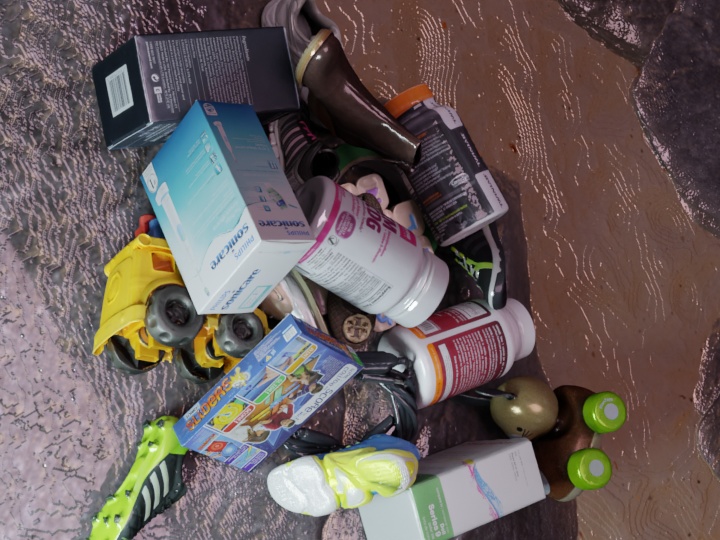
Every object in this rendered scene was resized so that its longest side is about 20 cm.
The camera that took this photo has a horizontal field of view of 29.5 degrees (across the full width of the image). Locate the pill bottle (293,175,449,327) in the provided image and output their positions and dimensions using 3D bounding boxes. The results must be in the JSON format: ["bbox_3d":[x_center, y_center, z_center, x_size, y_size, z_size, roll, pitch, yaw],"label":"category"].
[{"bbox_3d":[0.002,-0.018,1.641,0.200,0.113,0.114,32,68,-26],"label":"pill bottle"}]

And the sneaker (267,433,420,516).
[{"bbox_3d":[-0.012,0.251,1.696,0.105,0.199,0.076,-29,109,-63],"label":"sneaker"}]

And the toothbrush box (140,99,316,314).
[{"bbox_3d":[-0.155,-0.071,1.561,0.085,0.146,0.200,0,54,-43],"label":"toothbrush box"}]

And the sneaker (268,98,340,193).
[{"bbox_3d":[-0.066,-0.145,1.723,0.074,0.087,0.200,60,23,-45],"label":"sneaker"}]

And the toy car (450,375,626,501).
[{"bbox_3d":[0.224,0.207,1.837,0.200,0.164,0.158,24,70,-15],"label":"toy car"}]

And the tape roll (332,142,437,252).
[{"bbox_3d":[0.012,-0.075,1.814,0.200,0.048,0.201,5,79,-30],"label":"tape roll"}]

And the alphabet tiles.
[{"bbox_3d":[0.002,-0.017,1.761,0.200,0.015,0.196,-21,96,-27],"label":"alphabet tiles"}]

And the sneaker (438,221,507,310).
[{"bbox_3d":[0.148,-0.021,1.843,0.082,0.072,0.200,-9,45,1],"label":"sneaker"}]

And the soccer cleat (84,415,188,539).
[{"bbox_3d":[-0.251,0.266,1.599,0.081,0.067,0.200,42,63,-32],"label":"soccer cleat"}]

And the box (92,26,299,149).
[{"bbox_3d":[-0.200,-0.221,1.653,0.199,0.148,0.107,-11,88,-31],"label":"box"}]

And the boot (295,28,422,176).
[{"bbox_3d":[0.007,-0.203,1.661,0.166,0.200,0.072,33,75,12],"label":"boot"}]

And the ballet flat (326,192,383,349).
[{"bbox_3d":[0.000,0.000,1.724,0.067,0.046,0.201,11,82,-25],"label":"ballet flat"}]

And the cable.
[{"bbox_3d":[-0.027,0.177,1.727,0.199,0.051,0.164,-3,114,-12],"label":"cable"}]

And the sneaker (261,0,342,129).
[{"bbox_3d":[-0.053,-0.271,1.776,0.078,0.099,0.200,-38,102,-29],"label":"sneaker"}]

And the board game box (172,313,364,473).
[{"bbox_3d":[-0.107,0.149,1.619,0.200,0.034,0.135,-43,141,11],"label":"board game box"}]

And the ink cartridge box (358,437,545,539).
[{"bbox_3d":[0.114,0.285,1.760,0.200,0.145,0.088,-18,92,-32],"label":"ink cartridge box"}]

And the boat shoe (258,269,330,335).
[{"bbox_3d":[-0.096,0.030,1.676,0.068,0.075,0.200,-27,86,-4],"label":"boat shoe"}]

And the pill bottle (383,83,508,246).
[{"bbox_3d":[0.102,-0.141,1.778,0.106,0.106,0.200,-26,85,-31],"label":"pill bottle"}]

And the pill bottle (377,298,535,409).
[{"bbox_3d":[0.132,0.104,1.818,0.200,0.113,0.113,-17,91,-31],"label":"pill bottle"}]

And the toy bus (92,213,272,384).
[{"bbox_3d":[-0.209,0.025,1.634,0.199,0.136,0.193,14,60,-30],"label":"toy bus"}]
